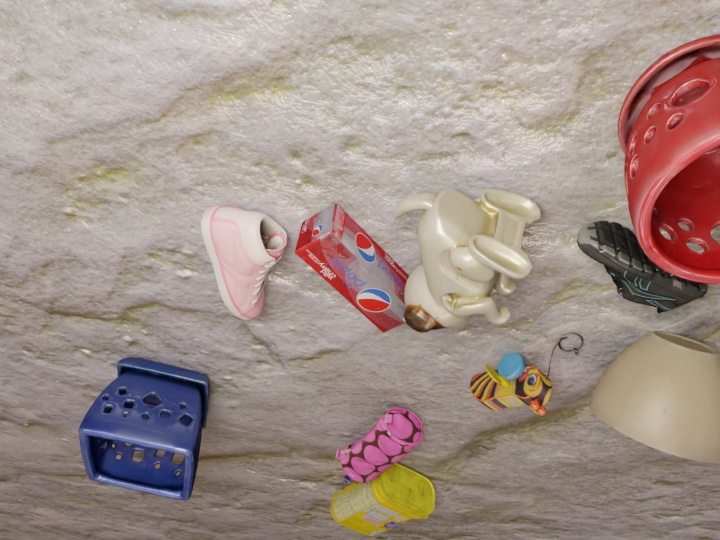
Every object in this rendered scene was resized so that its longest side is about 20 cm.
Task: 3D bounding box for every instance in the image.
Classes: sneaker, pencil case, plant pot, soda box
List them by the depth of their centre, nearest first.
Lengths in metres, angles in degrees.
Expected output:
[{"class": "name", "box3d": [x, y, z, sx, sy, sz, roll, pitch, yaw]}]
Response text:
[{"class": "plant pot", "box3d": [0.365, -0.116, 0.649, 0.197, 0.184, 0.202, 5, 136, 5]}, {"class": "sneaker", "box3d": [0.359, 0.005, 0.852, 0.198, 0.076, 0.079, 24, 137, -14]}, {"class": "soda box", "box3d": [0.000, 0.000, 0.918, 0.070, 0.064, 0.200, -26, 125, 31]}, {"class": "sneaker", "box3d": [-0.150, -0.004, 0.931, 0.103, 0.076, 0.202, 2, 132, 16]}, {"class": "plant pot", "box3d": [0.451, 0.167, 0.943, 0.198, 0.200, 0.136, 12, 100, -3]}, {"class": "plant pot", "box3d": [-0.379, 0.282, 1.188, 0.197, 0.181, 0.201, 13, 135, -4]}, {"class": "pencil case", "box3d": [0.034, 0.335, 1.241, 0.093, 0.091, 0.200, 34, 130, -6]}]

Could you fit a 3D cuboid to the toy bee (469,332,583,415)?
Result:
[{"class": "toy bee", "box3d": [0.254, 0.182, 1.028, 0.130, 0.109, 0.201, 22, 135, -10]}]

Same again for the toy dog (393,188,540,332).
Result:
[{"class": "toy dog", "box3d": [0.121, 0.003, 0.850, 0.191, 0.141, 0.201, 14, 138, -4]}]

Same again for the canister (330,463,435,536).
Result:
[{"class": "canister", "box3d": [0.043, 0.500, 1.405, 0.148, 0.087, 0.200, 30, 134, -20]}]
